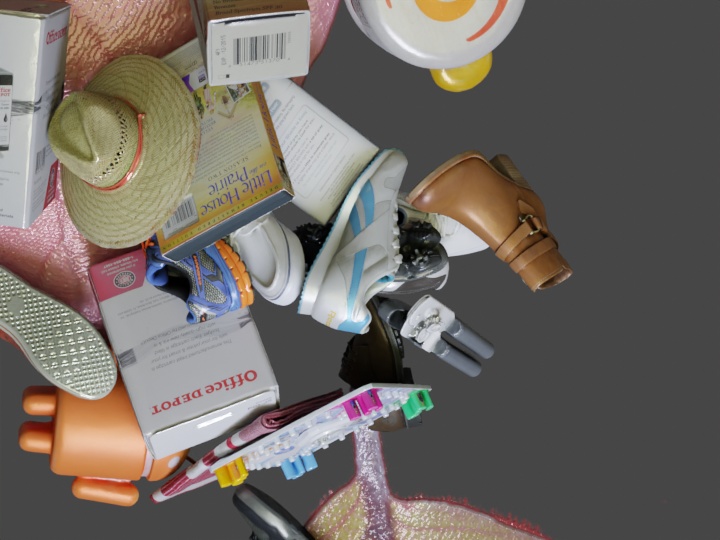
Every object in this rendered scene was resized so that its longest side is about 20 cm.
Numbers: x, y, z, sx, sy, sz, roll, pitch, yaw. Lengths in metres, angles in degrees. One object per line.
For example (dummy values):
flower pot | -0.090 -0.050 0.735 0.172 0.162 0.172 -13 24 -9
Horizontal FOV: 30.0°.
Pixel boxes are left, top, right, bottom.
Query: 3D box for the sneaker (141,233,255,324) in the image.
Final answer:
sneaker | -0.193 -0.026 1.344 0.078 0.200 0.076 -35 155 -27

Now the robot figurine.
robot figurine | -0.264 0.163 1.441 0.197 0.146 0.117 7 144 -15

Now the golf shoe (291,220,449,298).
golf shoe | 0.000 0.000 1.435 0.197 0.079 0.095 2 153 21

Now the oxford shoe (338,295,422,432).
oxford shoe | 0.010 0.093 1.512 0.083 0.073 0.203 -12 105 3

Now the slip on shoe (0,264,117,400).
slip on shoe | -0.334 0.062 1.392 0.199 0.061 0.074 36 73 4

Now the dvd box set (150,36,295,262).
dvd box set | -0.153 -0.129 1.312 0.145 0.202 0.029 -27 155 18

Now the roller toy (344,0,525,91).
roller toy | 0.074 -0.301 1.368 0.180 0.140 0.202 19 102 -18

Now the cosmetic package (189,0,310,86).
cosmetic package | -0.116 -0.283 1.289 0.102 0.202 0.088 -10 145 -12

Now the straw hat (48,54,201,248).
straw hat | -0.255 -0.128 1.299 0.085 0.200 0.203 20 104 -55

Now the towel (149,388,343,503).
towel | -0.120 0.192 1.439 0.199 0.143 0.023 -37 75 35

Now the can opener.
can opener | 0.090 0.067 1.493 0.053 0.066 0.200 -52 145 3

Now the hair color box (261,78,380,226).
hair color box | -0.086 -0.146 1.388 0.199 0.061 0.099 37 96 -2

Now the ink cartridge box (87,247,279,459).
ink cartridge box | -0.183 0.074 1.387 0.145 0.083 0.202 -19 66 -10

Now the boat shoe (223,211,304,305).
boat shoe | -0.122 -0.040 1.370 0.065 0.201 0.074 12 119 -40

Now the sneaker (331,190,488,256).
sneaker | 0.062 -0.051 1.469 0.197 0.087 0.076 8 97 -17

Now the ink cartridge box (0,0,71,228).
ink cartridge box | -0.341 -0.159 1.305 0.081 0.147 0.203 7 104 -4

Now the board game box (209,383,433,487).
board game box | -0.034 0.175 1.424 0.198 0.200 0.026 -29 75 17

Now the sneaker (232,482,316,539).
sneaker | -0.102 0.341 1.556 0.114 0.076 0.200 -40 117 -6

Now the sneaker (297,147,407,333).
sneaker | 0.008 -0.030 1.355 0.080 0.077 0.202 24 71 2

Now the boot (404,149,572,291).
boot | 0.141 -0.042 1.425 0.076 0.199 0.157 -37 74 29
